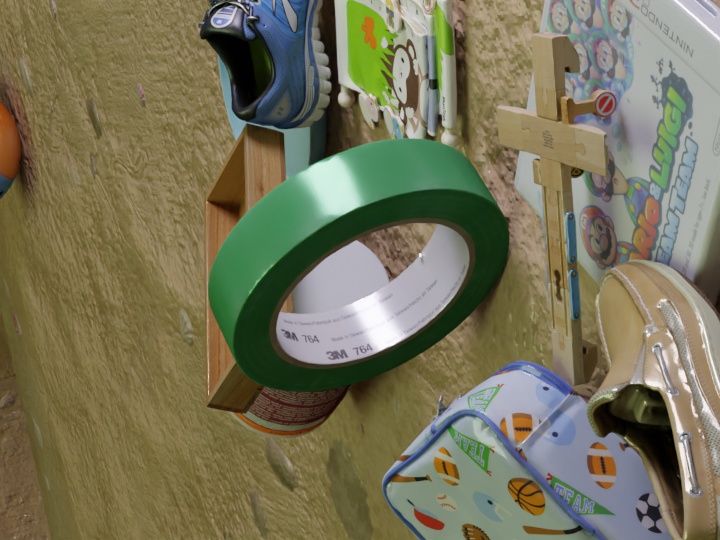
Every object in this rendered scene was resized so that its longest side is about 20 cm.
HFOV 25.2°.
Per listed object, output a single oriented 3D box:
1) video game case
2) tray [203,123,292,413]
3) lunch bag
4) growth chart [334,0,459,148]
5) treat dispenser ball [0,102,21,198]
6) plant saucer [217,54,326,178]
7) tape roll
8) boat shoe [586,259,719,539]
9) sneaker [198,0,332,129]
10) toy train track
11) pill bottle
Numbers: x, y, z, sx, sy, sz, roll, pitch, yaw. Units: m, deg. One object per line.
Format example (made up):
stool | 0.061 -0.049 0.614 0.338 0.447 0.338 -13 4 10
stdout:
video game case | 0.149 -0.076 0.894 0.182 0.024 0.200 54 150 42
tray | -0.086 -0.003 1.227 0.099 0.037 0.201 126 148 -46
lunch bag | 0.109 0.154 0.963 0.200 0.076 0.160 47 143 6
growth chart | 0.024 -0.156 1.155 0.200 0.018 0.145 -146 46 -60
treat dispenser ball | -0.606 -0.180 2.399 0.201 0.200 0.201 46 144 50
plant saucer | -0.073 -0.154 1.373 0.200 0.027 0.201 45 142 52
tape roll | 0.000 0.000 1.062 0.201 0.200 0.048 104 145 -49
boat shoe | 0.149 0.062 0.807 0.200 0.076 0.072 -113 24 -54
sneaker | -0.075 -0.207 1.230 0.078 0.089 0.201 -1 98 43
toy train track | 0.122 -0.035 0.909 0.115 0.032 0.201 -151 52 -62
pill bottle | -0.047 0.054 1.319 0.114 0.114 0.200 68 157 18
